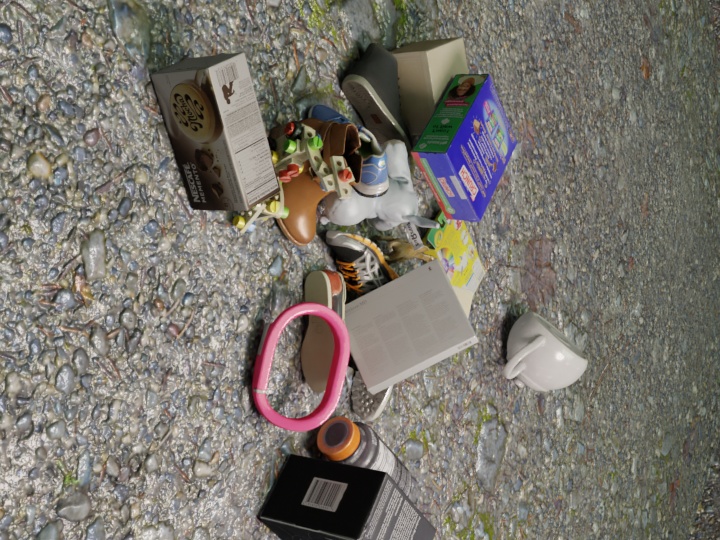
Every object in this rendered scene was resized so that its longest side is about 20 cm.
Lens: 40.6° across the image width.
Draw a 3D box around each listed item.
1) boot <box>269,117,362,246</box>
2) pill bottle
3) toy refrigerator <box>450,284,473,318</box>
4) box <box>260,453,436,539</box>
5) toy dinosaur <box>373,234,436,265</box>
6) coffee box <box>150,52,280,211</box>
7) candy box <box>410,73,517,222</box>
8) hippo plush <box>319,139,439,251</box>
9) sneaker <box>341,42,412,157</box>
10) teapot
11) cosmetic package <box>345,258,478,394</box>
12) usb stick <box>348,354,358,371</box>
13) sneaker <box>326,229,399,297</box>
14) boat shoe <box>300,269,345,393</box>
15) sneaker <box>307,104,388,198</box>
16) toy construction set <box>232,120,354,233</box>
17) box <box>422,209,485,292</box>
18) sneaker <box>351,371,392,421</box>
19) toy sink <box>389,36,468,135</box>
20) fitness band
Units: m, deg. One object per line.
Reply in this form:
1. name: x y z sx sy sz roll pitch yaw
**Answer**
1. boot: -0.058 -0.133 1.495 0.076 0.154 0.202 -17 106 -52
2. pill bottle: 0.002 0.327 1.656 0.200 0.106 0.107 53 52 -41
3. toy refrigerator: 0.136 0.080 1.744 0.069 0.200 0.076 15 76 -11
4. box: -0.017 0.405 1.555 0.197 0.199 0.124 56 49 -39
5. toy dinosaur: 0.068 -0.040 1.716 0.200 0.100 0.059 21 70 -58
6. coffee box: -0.197 -0.188 1.339 0.080 0.112 0.201 -38 123 -45
7. candy box: 0.186 -0.214 1.704 0.201 0.077 0.169 -62 138 -31
8. hippo plush: 0.002 -0.113 1.614 0.160 0.159 0.201 -9 68 -26
9. sneaker: 0.052 -0.294 1.700 0.200 0.074 0.107 54 53 -39
10. teapot: 0.390 0.197 2.144 0.200 0.198 0.146 37 101 -18
11. cosmetic package: 0.074 0.093 1.617 0.152 0.199 0.052 65 6 19
12. usb stick: 0.042 0.091 1.685 0.200 0.055 0.033 -48 133 -13
13. sneaker: 0.000 0.000 1.657 0.200 0.078 0.078 46 67 -43
14. boat shoe: -0.055 0.099 1.596 0.062 0.071 0.202 2 87 -56
15. sneaker: -0.014 -0.205 1.531 0.075 0.200 0.077 -25 147 -28
16. toy construction set: -0.103 -0.137 1.420 0.092 0.199 0.132 30 53 -50
17. box: 0.177 -0.028 1.918 0.118 0.048 0.201 -57 137 -34
18. sneaker: 0.041 0.172 1.730 0.080 0.076 0.201 36 65 -59
19. toy sink: 0.123 -0.308 1.767 0.130 0.111 0.201 -33 118 -47
20. fitness band: -0.091 0.149 1.513 0.143 0.037 0.202 15 85 -21
